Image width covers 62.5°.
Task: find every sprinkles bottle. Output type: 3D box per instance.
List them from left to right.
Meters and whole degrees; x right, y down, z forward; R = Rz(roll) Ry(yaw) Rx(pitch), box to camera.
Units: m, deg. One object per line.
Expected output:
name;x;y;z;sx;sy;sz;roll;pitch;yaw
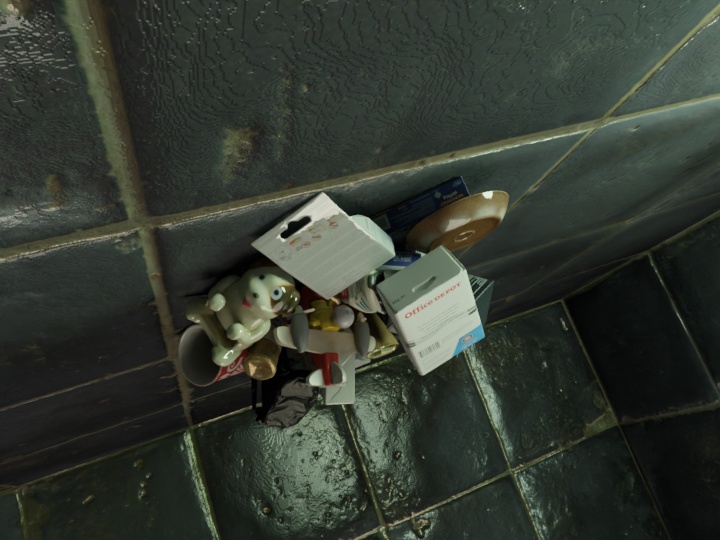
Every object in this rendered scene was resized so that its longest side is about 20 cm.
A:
sprinkles bottle;-0.185;0.126;1.208;0.067;0.201;0.069;3;129;4

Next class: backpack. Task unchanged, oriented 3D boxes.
backpack;-0.152;0.217;1.268;0.125;0.201;0.168;25;116;-25

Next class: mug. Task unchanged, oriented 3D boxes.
mug;-0.285;0.187;1.363;0.175;0.136;0.199;11;-175;27

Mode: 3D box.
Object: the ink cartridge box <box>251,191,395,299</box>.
ink cartridge box;-0.060;-0.047;0.996;0.159;0.048;0.199;-32;133;22

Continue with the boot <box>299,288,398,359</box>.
boot;-0.025;0.104;1.314;0.173;0.202;0.066;-12;151;-37

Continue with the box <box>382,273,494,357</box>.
box;0.183;0.082;1.394;0.196;0.125;0.199;17;-152;27

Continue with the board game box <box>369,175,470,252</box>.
board game box;0.123;-0.083;1.142;0.197;0.063;0.200;-24;164;10

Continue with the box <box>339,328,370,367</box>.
box;-0.102;0.197;1.592;0.196;0.174;0.200;-22;168;6

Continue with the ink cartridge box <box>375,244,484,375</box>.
ink cartridge box;0.130;0.076;1.077;0.145;0.086;0.201;-30;133;-5

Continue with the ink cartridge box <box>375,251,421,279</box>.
ink cartridge box;0.000;0.000;1.189;0.193;0.044;0.200;3;167;-15

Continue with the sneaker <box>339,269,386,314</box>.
sneaker;0.002;0.046;1.135;0.092;0.072;0.200;1;168;6

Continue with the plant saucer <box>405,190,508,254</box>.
plant saucer;0.178;-0.075;1.060;0.197;0.037;0.201;-19;164;-6

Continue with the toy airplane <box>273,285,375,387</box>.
toy airplane;-0.061;0.128;1.159;0.141;0.199;0.200;-43;-172;30

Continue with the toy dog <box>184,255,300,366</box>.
toy dog;-0.194;0.064;1.087;0.192;0.141;0.199;-17;166;-45

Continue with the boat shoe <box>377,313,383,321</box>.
boat shoe;0.051;0.060;1.393;0.071;0.063;0.202;-3;130;-17

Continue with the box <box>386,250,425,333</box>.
box;0.116;0.026;1.247;0.059;0.203;0.117;17;156;-11

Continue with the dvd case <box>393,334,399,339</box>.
dvd case;0.148;0.115;1.485;0.140;0.018;0.201;3;-153;2

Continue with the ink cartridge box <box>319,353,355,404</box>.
ink cartridge box;-0.065;0.210;1.331;0.066;0.118;0.200;-1;-171;-14
